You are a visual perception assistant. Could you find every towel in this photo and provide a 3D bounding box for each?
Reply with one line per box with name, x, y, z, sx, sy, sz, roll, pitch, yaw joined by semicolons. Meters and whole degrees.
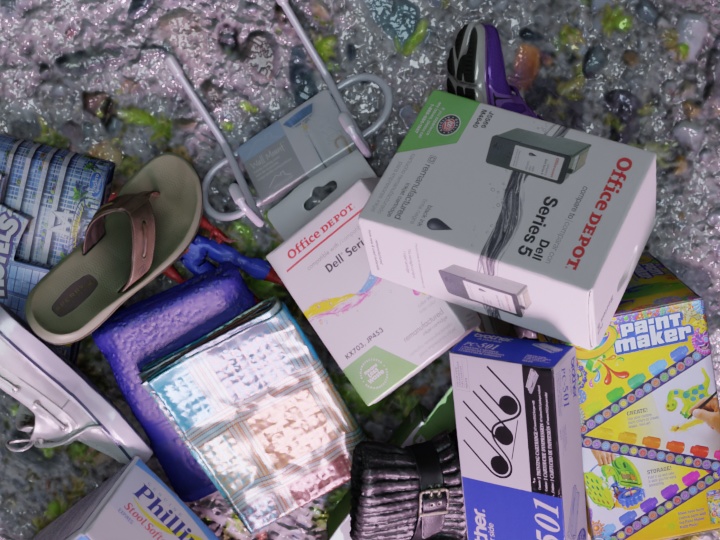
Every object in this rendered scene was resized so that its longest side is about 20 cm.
towel;-0.138;0.101;1.208;0.146;0.050;0.202;-24;116;0
towel;-0.087;0.134;1.193;0.145;0.022;0.201;-28;116;4

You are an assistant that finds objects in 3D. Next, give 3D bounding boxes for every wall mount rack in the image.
wall mount rack;-0.079;-0.142;1.169;0.198;0.075;0.175;-32;62;6

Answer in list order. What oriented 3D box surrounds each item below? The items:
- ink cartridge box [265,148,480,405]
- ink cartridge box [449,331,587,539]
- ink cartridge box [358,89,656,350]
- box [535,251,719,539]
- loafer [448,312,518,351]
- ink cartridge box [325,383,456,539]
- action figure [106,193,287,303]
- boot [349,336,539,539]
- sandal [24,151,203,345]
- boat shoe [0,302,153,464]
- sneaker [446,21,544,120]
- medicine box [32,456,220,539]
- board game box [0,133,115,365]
ink cartridge box;0.000;0.000;1.165;0.117;0.067;0.201;-38;83;17
ink cartridge box;0.129;0.154;1.068;0.093;0.044;0.203;8;115;33
ink cartridge box;0.120;-0.043;1.059;0.198;0.085;0.146;18;60;23
box;0.229;0.105;1.154;0.120;0.200;0.196;-11;101;2
loafer;0.093;0.041;1.214;0.062;0.072;0.202;-26;94;21
ink cartridge box;0.067;0.196;1.241;0.103;0.059;0.201;36;99;-8
action figure;-0.142;-0.013;1.206;0.198;0.052;0.066;32;104;-4
boot;0.073;0.151;1.153;0.155;0.080;0.214;8;107;-3
sandal;-0.204;-0.020;1.137;0.079;0.057;0.202;34;68;9
boat shoe;-0.271;0.121;1.148;0.086;0.074;0.202;-47;119;-7
sneaker;0.132;-0.126;1.183;0.082;0.081;0.203;-21;110;-10
medicine box;-0.207;0.295;1.192;0.182;0.103;0.199;46;131;-8
board game box;-0.338;-0.019;1.193;0.197;0.062;0.203;12;101;-4
